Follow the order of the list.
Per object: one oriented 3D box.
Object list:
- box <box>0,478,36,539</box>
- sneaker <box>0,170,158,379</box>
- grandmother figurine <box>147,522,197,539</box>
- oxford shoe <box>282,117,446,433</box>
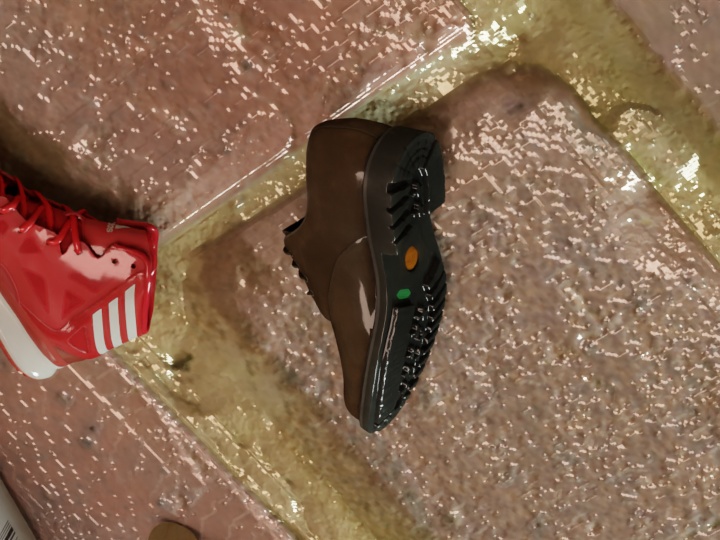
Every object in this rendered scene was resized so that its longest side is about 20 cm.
[{"bbox_3d":[-0.283,0.246,1.478,0.130,0.200,0.200,-15,117,24],"label":"box"},{"bbox_3d":[-0.183,-0.034,1.357,0.115,0.079,0.200,-18,128,17],"label":"sneaker"},{"bbox_3d":[-0.121,0.262,1.532,0.121,0.060,0.201,38,133,24],"label":"grandmother figurine"},{"bbox_3d":[0.000,0.000,1.325,0.084,0.073,0.201,17,125,26],"label":"oxford shoe"}]
